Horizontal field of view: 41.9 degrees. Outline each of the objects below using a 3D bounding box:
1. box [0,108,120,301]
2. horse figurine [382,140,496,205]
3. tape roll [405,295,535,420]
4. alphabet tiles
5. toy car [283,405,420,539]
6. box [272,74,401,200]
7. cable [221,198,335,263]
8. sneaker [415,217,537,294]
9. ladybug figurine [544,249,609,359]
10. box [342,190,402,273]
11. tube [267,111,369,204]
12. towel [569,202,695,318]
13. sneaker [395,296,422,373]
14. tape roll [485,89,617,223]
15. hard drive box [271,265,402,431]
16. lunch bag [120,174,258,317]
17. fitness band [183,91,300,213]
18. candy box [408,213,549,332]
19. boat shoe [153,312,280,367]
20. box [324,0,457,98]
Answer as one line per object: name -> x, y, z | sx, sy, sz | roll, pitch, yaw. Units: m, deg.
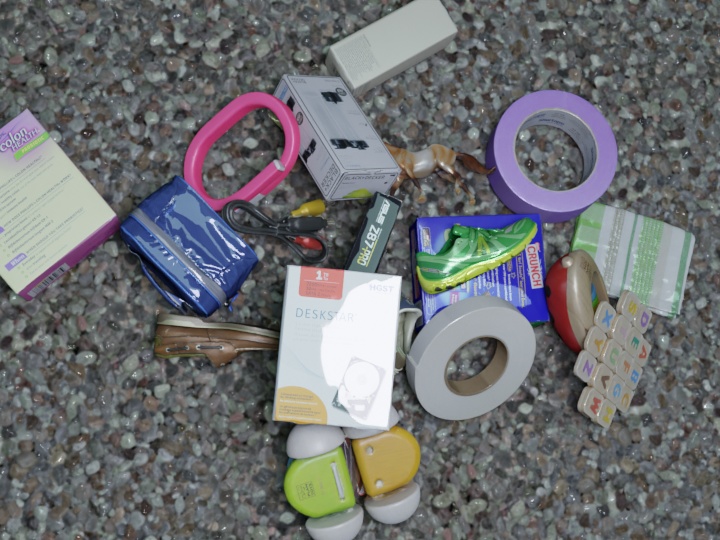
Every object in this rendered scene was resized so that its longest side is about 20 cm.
box -> -0.476, -0.091, 1.347 | 0.176, 0.097, 0.200 | -41, 90, -12
horse figurine -> 0.104, -0.155, 1.457 | 0.198, 0.050, 0.133 | -8, 53, -16
tape roll -> 0.163, 0.131, 1.385 | 0.201, 0.037, 0.204 | -12, 124, -18
alphabet tiles -> 0.389, 0.135, 1.429 | 0.195, 0.015, 0.201 | 37, 73, -45
toy car -> -0.020, 0.277, 1.338 | 0.198, 0.150, 0.177 | -17, 99, -15
box -> -0.040, -0.198, 1.391 | 0.116, 0.060, 0.201 | -8, 56, -41
cable -> -0.118, -0.059, 1.394 | 0.198, 0.050, 0.098 | -1, 93, -32
sneaker -> 0.171, -0.037, 1.376 | 0.199, 0.074, 0.084 | -25, 88, -12
ladybug figurine -> 0.331, 0.053, 1.432 | 0.201, 0.071, 0.136 | 63, 35, -34
box -> 0.000, 0.000, 1.376 | 0.049, 0.161, 0.202 | 21, 78, 0
tube -> -0.053, -0.186, 1.453 | 0.200, 0.058, 0.052 | 42, 85, -2
towel -> 0.434, -0.020, 1.520 | 0.198, 0.031, 0.151 | 17, 77, -4
sneaker -> 0.031, 0.130, 1.389 | 0.067, 0.089, 0.202 | 33, 73, -49
tape roll -> 0.301, -0.180, 1.491 | 0.198, 0.066, 0.202 | 1, 77, -6
hard drive box -> -0.031, 0.102, 1.238 | 0.154, 0.077, 0.202 | 4, 84, -2
lunch bag -> -0.247, -0.020, 1.352 | 0.200, 0.136, 0.132 | 45, 78, -1
fitness band -> -0.178, -0.172, 1.385 | 0.199, 0.037, 0.144 | -36, 71, 19
candy box -> 0.181, 0.005, 1.448 | 0.198, 0.077, 0.171 | -2, 81, -8
boat shoe -> -0.203, 0.108, 1.379 | 0.198, 0.072, 0.069 | 7, 85, 1
box -> 0.048, -0.354, 1.484 | 0.199, 0.068, 0.083 | -30, 87, -12
